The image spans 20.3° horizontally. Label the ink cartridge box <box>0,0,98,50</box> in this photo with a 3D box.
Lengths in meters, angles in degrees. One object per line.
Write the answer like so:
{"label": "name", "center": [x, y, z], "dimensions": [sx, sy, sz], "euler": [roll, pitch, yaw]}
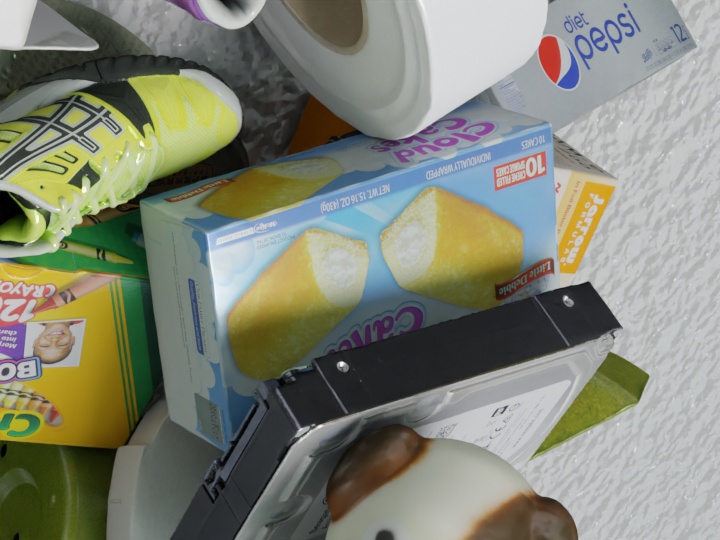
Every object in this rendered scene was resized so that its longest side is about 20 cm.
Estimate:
{"label": "ink cartridge box", "center": [-0.208, -0.147, 0.836], "dimensions": [0.200, 0.116, 0.068], "euler": [2, 117, -43]}

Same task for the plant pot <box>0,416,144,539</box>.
{"label": "plant pot", "center": [-0.112, 0.163, 1.099], "dimensions": [0.192, 0.200, 0.201], "euler": [17, 106, -36]}

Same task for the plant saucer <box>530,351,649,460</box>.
{"label": "plant saucer", "center": [0.073, 0.097, 1.218], "dimensions": [0.199, 0.048, 0.200], "euler": [-29, 176, 9]}

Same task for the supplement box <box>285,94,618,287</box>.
{"label": "supplement box", "center": [0.042, -0.025, 1.173], "dimensions": [0.200, 0.073, 0.126], "euler": [6, 114, -43]}

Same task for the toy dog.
{"label": "toy dog", "center": [0.033, 0.156, 0.907], "dimensions": [0.194, 0.139, 0.200], "euler": [-46, 162, -29]}

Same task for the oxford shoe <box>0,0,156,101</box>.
{"label": "oxford shoe", "center": [-0.168, -0.089, 0.961], "dimensions": [0.058, 0.075, 0.200], "euler": [-28, 162, 36]}

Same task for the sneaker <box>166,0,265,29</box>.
{"label": "sneaker", "center": [-0.098, -0.190, 0.906], "dimensions": [0.073, 0.114, 0.201], "euler": [-43, 137, -7]}

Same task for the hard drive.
{"label": "hard drive", "center": [0.019, 0.079, 0.956], "dimensions": [0.200, 0.038, 0.140], "euler": [-13, 148, -37]}

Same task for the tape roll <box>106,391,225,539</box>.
{"label": "tape roll", "center": [-0.032, 0.134, 1.031], "dimensions": [0.202, 0.037, 0.204], "euler": [4, 81, -28]}

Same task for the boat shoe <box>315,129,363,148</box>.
{"label": "boat shoe", "center": [0.031, 0.006, 1.076], "dimensions": [0.063, 0.073, 0.200], "euler": [-31, 126, -9]}

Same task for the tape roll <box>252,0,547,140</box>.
{"label": "tape roll", "center": [-0.003, -0.164, 0.943], "dimensions": [0.071, 0.202, 0.203], "euler": [-33, 135, -19]}

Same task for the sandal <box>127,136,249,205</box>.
{"label": "sandal", "center": [-0.134, -0.034, 1.026], "dimensions": [0.199, 0.055, 0.082], "euler": [-7, 122, -38]}

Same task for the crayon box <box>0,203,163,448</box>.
{"label": "crayon box", "center": [-0.187, 0.020, 0.966], "dimensions": [0.199, 0.058, 0.119], "euler": [7, 130, -32]}

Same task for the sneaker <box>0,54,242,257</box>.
{"label": "sneaker", "center": [-0.138, -0.042, 0.904], "dimensions": [0.199, 0.076, 0.076], "euler": [-16, 145, -29]}

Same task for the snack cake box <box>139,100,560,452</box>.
{"label": "snack cake box", "center": [0.000, 0.000, 0.973], "dimensions": [0.199, 0.067, 0.115], "euler": [-19, 115, -30]}

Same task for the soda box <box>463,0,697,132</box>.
{"label": "soda box", "center": [0.103, -0.111, 1.115], "dimensions": [0.068, 0.064, 0.200], "euler": [-29, -179, 43]}
